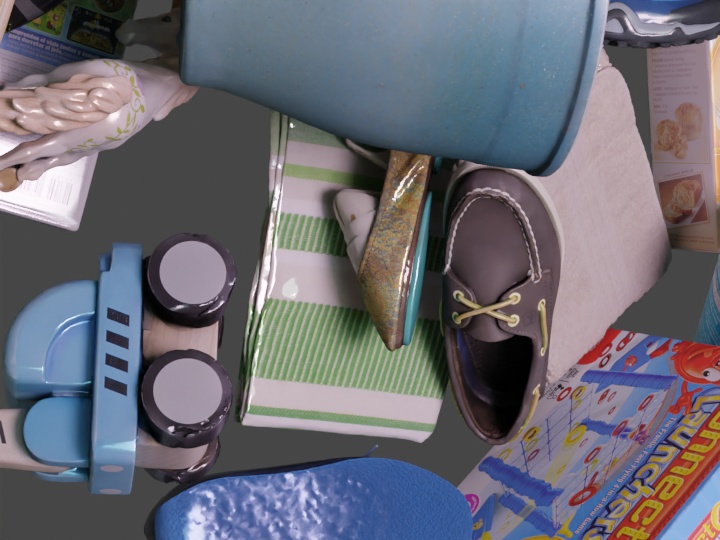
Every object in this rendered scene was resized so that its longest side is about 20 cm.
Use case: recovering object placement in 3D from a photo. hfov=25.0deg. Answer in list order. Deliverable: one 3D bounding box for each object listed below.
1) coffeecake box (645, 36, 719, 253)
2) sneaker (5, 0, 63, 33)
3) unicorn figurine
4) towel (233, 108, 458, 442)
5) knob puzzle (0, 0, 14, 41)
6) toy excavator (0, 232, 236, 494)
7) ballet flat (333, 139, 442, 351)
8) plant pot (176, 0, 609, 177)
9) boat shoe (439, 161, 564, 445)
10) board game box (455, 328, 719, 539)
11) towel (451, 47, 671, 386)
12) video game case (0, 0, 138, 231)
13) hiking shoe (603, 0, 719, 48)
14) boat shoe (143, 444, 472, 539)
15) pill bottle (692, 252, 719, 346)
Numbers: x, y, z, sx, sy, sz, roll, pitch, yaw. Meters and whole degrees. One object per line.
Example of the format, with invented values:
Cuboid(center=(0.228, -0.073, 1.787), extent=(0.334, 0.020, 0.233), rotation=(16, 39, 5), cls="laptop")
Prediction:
Cuboid(center=(0.276, -0.121, 1.105), extent=(0.153, 0.073, 0.201), rotation=(-8, 97, -27), cls="coffeecake box")
Cuboid(center=(-0.192, -0.144, 0.812), extent=(0.199, 0.083, 0.071), rotation=(-40, 112, -21), cls="sneaker")
Cuboid(center=(-0.138, -0.089, 0.831), extent=(0.137, 0.200, 0.074), rotation=(-22, 112, 2), cls="unicorn figurine")
Cuboid(center=(0.000, 0.000, 0.989), extent=(0.152, 0.023, 0.201), rotation=(9, 88, -31), cls="towel")
Cuboid(center=(-0.245, -0.134, 0.749), extent=(0.220, 0.219, 0.030), rotation=(-57, 158, -14), cls="knob puzzle")
Cuboid(center=(-0.169, 0.078, 0.854), extent=(0.199, 0.100, 0.196), rotation=(3, 68, -8), cls="toy excavator")
Cuboid(center=(0.019, -0.055, 0.951), extent=(0.070, 0.071, 0.201), rotation=(17, 82, -29), cls="ballet flat")
Cuboid(center=(0.006, -0.150, 0.788), extent=(0.187, 0.200, 0.201), rotation=(2, 93, -8), cls="plant pot")
Cuboid(center=(0.082, 0.022, 0.960), extent=(0.202, 0.071, 0.061), rotation=(80, 21, -45), cls="boat shoe")
Cuboid(center=(0.159, 0.130, 0.988), extent=(0.200, 0.196, 0.056), rotation=(-46, 113, -19), cls="board game box")
Cuboid(center=(0.130, -0.033, 1.023), extent=(0.132, 0.034, 0.201), rotation=(-42, 133, -20), cls="towel")
Cuboid(center=(-0.193, -0.136, 0.871), extent=(0.143, 0.018, 0.201), rotation=(16, 86, -29), cls="video game case")
Cuboid(center=(0.129, -0.183, 0.974), extent=(0.199, 0.074, 0.087), rotation=(9, 101, -3), cls="hiking shoe")
Cuboid(center=(-0.031, 0.141, 0.959), extent=(0.199, 0.069, 0.085), rotation=(11, 75, -25), cls="boat shoe")
Cuboid(center=(0.274, 0.045, 1.055), extent=(0.111, 0.111, 0.201), rotation=(-33, 150, -23), cls="pill bottle")
